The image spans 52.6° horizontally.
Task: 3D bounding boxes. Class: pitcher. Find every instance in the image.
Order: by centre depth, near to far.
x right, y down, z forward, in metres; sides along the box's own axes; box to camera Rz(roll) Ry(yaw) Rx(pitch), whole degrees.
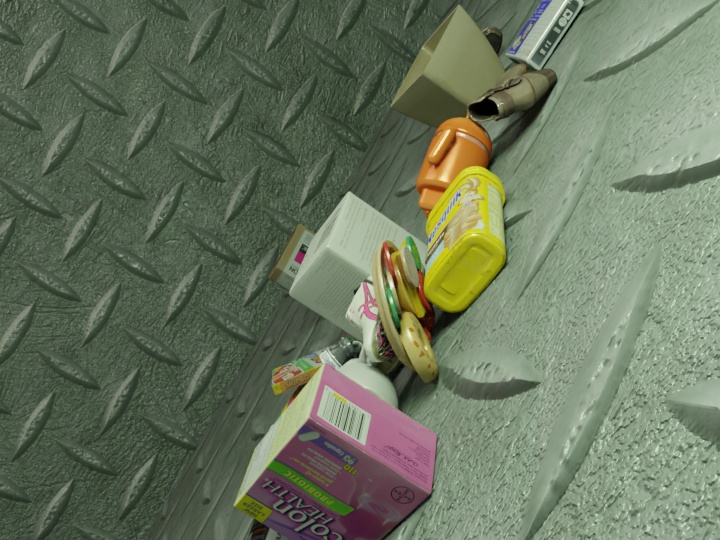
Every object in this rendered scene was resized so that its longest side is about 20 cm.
[{"bbox_3d":[0.002,0.173,1.096,0.200,0.118,0.176,-145,71,-87],"label":"pitcher"}]

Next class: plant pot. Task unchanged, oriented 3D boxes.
[{"bbox_3d":[0.213,-0.438,1.675,0.203,0.175,0.200,-62,12,-19],"label":"plant pot"}]

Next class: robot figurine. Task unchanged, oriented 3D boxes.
[{"bbox_3d":[0.171,-0.189,1.319,0.116,0.142,0.204,-8,57,63],"label":"robot figurine"}]

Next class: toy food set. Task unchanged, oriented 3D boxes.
[{"bbox_3d":[0.068,0.047,1.046,0.047,0.203,0.200,-17,14,17],"label":"toy food set"}]

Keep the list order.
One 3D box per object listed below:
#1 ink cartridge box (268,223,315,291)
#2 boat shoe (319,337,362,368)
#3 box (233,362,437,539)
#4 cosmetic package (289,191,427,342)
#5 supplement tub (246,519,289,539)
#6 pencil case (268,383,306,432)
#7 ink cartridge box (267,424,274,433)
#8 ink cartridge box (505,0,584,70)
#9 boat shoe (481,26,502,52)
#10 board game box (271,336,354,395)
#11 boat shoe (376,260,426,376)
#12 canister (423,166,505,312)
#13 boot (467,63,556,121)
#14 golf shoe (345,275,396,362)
[{"bbox_3d":[-0.130,-0.003,1.994,0.075,0.197,0.167,-44,18,51],"label":"ink cartridge box"},{"bbox_3d":[-0.016,0.156,1.275,0.068,0.072,0.200,-41,-21,-2],"label":"boat shoe"},{"bbox_3d":[-0.032,0.249,0.906,0.201,0.174,0.098,-50,12,32],"label":"box"},{"bbox_3d":[0.000,0.000,1.387,0.165,0.198,0.167,-46,15,42],"label":"cosmetic package"},{"bbox_3d":[-0.089,0.357,1.022,0.123,0.121,0.202,-49,15,39],"label":"supplement tub"},{"bbox_3d":[-0.126,0.307,1.443,0.203,0.087,0.089,-57,11,9],"label":"pencil case"},{"bbox_3d":[-0.091,0.300,1.222,0.051,0.108,0.200,-61,11,-25],"label":"ink cartridge box"},{"bbox_3d":[0.378,-0.502,1.450,0.203,0.043,0.199,-58,10,16],"label":"ink cartridge box"},{"bbox_3d":[0.296,-0.513,1.825,0.202,0.073,0.075,120,165,-46],"label":"boat shoe"},{"bbox_3d":[-0.080,0.184,1.433,0.195,0.031,0.096,-20,12,-2],"label":"board game box"},{"bbox_3d":[0.070,0.081,1.209,0.068,0.073,0.205,12,-81,-65],"label":"boat shoe"},{"bbox_3d":[0.158,-0.049,1.107,0.149,0.085,0.202,-53,13,32],"label":"canister"},{"bbox_3d":[0.252,-0.311,1.301,0.144,0.072,0.199,-30,12,-16],"label":"boot"},{"bbox_3d":[0.020,0.076,1.104,0.090,0.074,0.201,-21,25,17],"label":"golf shoe"}]
